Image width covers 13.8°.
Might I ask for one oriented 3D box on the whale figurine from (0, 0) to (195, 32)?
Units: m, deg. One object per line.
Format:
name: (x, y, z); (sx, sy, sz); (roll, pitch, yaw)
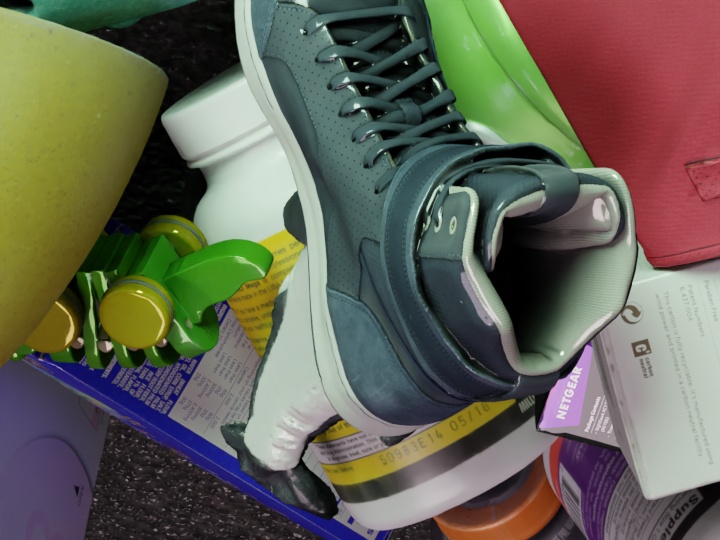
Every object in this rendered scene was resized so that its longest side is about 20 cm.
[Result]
whale figurine: (-0.090, -0.136, 1.160); (0.200, 0.104, 0.159); (10, 146, -4)

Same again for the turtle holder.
turtle holder: (0.052, -0.079, 1.146); (0.132, 0.141, 0.185); (-35, 157, 33)

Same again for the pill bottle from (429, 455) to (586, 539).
pill bottle: (0.103, 0.151, 1.529); (0.106, 0.106, 0.200); (-8, 141, 26)

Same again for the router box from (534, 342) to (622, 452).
router box: (0.146, 0.020, 1.242); (0.149, 0.200, 0.051); (14, 114, -6)

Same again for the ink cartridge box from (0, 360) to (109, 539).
ink cartridge box: (-0.185, 0.068, 1.435); (0.057, 0.163, 0.200); (-2, 144, 16)

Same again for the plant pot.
plant pot: (-0.185, -0.027, 1.143); (0.200, 0.142, 0.200); (11, 175, 1)

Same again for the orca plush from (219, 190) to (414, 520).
orca plush: (0.015, 0.027, 1.177); (0.071, 0.105, 0.200); (-15, 141, -31)

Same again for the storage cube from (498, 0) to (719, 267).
storage cube: (0.151, -0.136, 1.004); (0.171, 0.200, 0.180); (-11, 129, 30)

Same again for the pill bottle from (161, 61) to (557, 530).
pill bottle: (0.000, 0.000, 1.269); (0.112, 0.112, 0.200); (-22, 103, 39)

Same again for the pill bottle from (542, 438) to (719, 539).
pill bottle: (0.163, 0.112, 1.259); (0.111, 0.200, 0.112); (-10, 121, -17)

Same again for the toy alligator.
toy alligator: (-0.128, 0.017, 1.236); (0.200, 0.059, 0.054); (-3, 121, 17)

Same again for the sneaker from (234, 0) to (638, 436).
sneaker: (0.026, -0.050, 1.006); (0.077, 0.203, 0.146); (-13, 178, -26)

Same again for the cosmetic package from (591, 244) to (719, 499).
cosmetic package: (0.184, 0.009, 1.083); (0.200, 0.108, 0.085); (-15, 98, 3)

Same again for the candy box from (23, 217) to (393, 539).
candy box: (-0.084, 0.041, 1.379); (0.200, 0.077, 0.169); (35, 174, -29)

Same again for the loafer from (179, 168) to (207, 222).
loafer: (0.010, -0.001, 1.374); (0.200, 0.073, 0.071); (23, 159, -6)
